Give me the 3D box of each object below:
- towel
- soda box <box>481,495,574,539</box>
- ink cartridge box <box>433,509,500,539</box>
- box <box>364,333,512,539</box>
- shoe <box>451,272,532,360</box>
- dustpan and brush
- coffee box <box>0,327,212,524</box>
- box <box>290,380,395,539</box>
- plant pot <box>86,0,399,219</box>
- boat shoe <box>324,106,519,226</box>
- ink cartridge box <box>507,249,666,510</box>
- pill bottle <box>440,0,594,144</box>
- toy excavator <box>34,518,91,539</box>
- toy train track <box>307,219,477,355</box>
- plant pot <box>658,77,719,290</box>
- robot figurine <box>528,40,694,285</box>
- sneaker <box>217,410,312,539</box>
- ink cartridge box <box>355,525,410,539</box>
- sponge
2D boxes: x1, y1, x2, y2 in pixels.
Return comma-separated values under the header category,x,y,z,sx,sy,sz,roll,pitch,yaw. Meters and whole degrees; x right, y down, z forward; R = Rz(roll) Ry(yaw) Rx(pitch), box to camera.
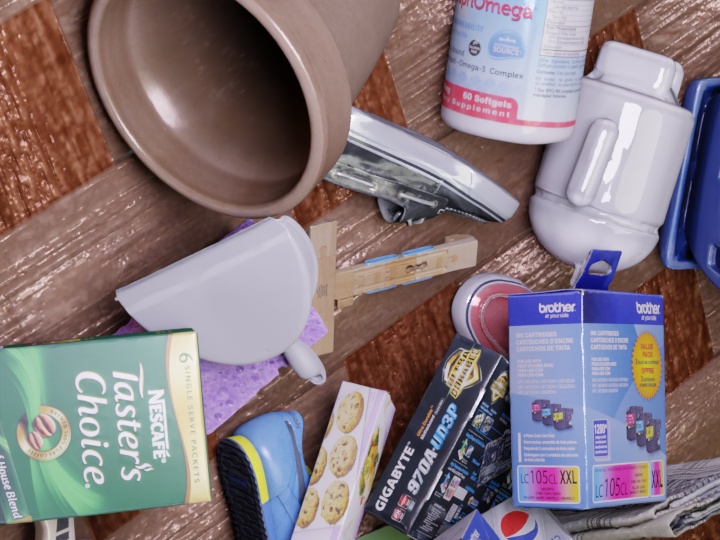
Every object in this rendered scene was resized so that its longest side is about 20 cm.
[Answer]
category,x,y,z,sx,sy,sz,roll,pitch,yaw
towel,0.240,0.195,1.777,0.192,0.199,0.035,-14,92,-47
soda box,0.113,0.267,1.738,0.068,0.064,0.201,-28,154,-27
ink cartridge box,0.019,0.270,1.613,0.199,0.094,0.044,-38,92,19
box,0.087,0.152,1.700,0.160,0.046,0.200,-62,156,-4
shoe,0.166,0.069,1.756,0.200,0.091,0.072,35,83,-41
dustpan and brush,-0.073,0.036,1.502,0.139,0.058,0.200,-24,129,14
coffee box,-0.204,0.108,1.428,0.198,0.044,0.124,-4,90,-8
box,-0.022,0.185,1.605,0.039,0.041,0.202,61,44,-61
plant pot,-0.063,-0.163,1.449,0.175,0.199,0.202,-45,130,-42
boat shoe,0.035,-0.071,1.627,0.199,0.072,0.071,24,99,-31
ink cartridge box,0.181,0.086,1.655,0.136,0.076,0.202,3,84,-54
pill bottle,0.128,-0.206,1.619,0.108,0.108,0.202,-3,107,-38
toy excavator,-0.214,0.222,1.518,0.193,0.099,0.202,1,91,-38
toy train track,0.000,0.000,1.630,0.198,0.033,0.116,-13,122,-26
plant pot,0.382,-0.073,1.822,0.199,0.179,0.202,-3,106,-38
robot figurine,0.207,-0.085,1.721,0.169,0.112,0.202,4,103,-69
sneaker,-0.059,0.206,1.641,0.078,0.066,0.202,-24,119,-35
ink cartridge box,0.004,0.327,1.746,0.145,0.048,0.202,-19,119,-32
sponge,-0.127,0.067,1.542,0.200,0.030,0.112,-40,125,-9
